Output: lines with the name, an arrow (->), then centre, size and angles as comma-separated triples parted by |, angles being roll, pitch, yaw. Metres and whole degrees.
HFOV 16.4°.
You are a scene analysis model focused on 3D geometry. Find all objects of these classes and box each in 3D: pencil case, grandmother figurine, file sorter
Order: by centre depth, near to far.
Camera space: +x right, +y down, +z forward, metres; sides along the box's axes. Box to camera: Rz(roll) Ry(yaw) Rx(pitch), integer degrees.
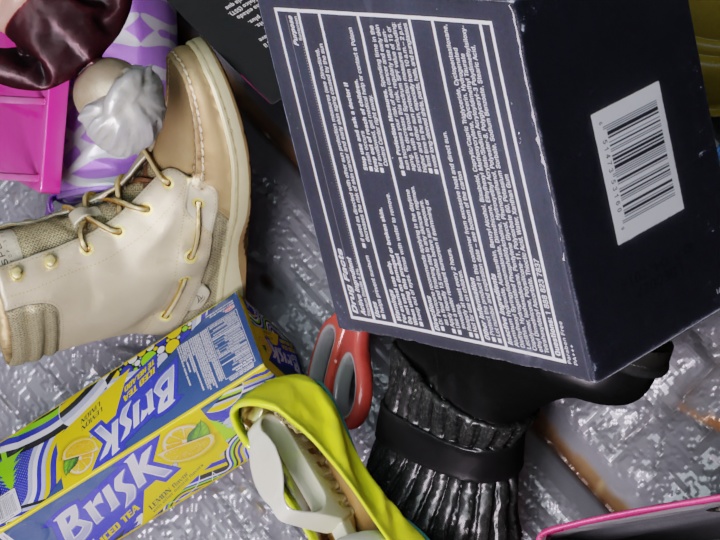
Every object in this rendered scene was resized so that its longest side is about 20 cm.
grandmother figurine -> -0.177, -0.149, 1.393 | 0.121, 0.061, 0.200 | -39, 86, 5
file sorter -> -0.251, -0.157, 1.506 | 0.125, 0.139, 0.200 | 2, 100, -24
pencil case -> -0.154, -0.133, 1.544 | 0.085, 0.084, 0.200 | 0, 79, -17

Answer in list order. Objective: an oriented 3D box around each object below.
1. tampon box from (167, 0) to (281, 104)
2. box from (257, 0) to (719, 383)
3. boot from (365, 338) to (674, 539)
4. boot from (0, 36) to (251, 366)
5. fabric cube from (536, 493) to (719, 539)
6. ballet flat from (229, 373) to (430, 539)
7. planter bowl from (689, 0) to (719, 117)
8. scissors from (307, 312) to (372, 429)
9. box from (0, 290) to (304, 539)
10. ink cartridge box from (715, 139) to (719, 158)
tampon box -> -0.061, -0.227, 1.414 | 0.126, 0.200, 0.150 | -28, 34, 26
box -> 0.070, -0.068, 1.272 | 0.198, 0.123, 0.200 | 10, 120, 49
boot -> 0.084, 0.088, 1.396 | 0.211, 0.079, 0.158 | 16, 99, 53
boot -> -0.146, -0.036, 1.457 | 0.155, 0.200, 0.073 | -10, 40, -16
fabric cube -> 0.220, 0.220, 1.309 | 0.196, 0.199, 0.200 | -11, 79, 18
ballet flat -> -0.012, 0.144, 1.400 | 0.067, 0.067, 0.200 | -50, 62, 34
planter bowl -> 0.193, -0.193, 1.388 | 0.200, 0.083, 0.200 | 5, 67, -12
scissors -> 0.000, 0.000, 1.479 | 0.073, 0.014, 0.200 | 19, 99, 64
box -> -0.130, 0.101, 1.502 | 0.200, 0.070, 0.064 | -32, 48, 12
ink cartridge box -> 0.131, -0.067, 1.449 | 0.116, 0.067, 0.200 | -45, 71, 6
